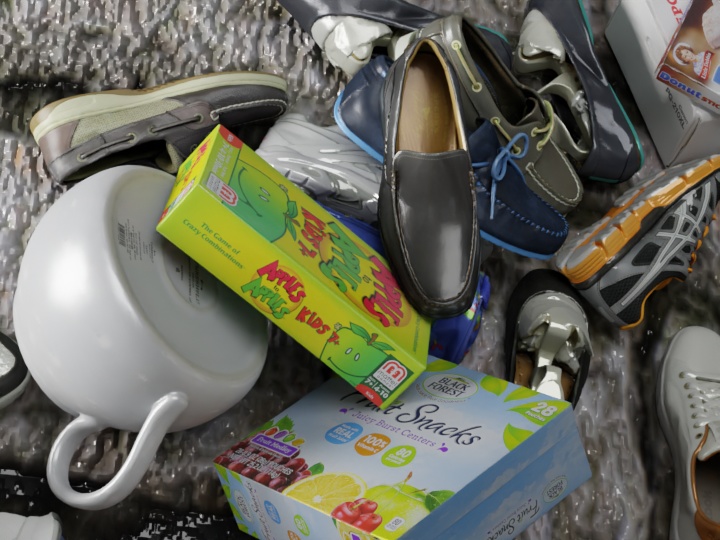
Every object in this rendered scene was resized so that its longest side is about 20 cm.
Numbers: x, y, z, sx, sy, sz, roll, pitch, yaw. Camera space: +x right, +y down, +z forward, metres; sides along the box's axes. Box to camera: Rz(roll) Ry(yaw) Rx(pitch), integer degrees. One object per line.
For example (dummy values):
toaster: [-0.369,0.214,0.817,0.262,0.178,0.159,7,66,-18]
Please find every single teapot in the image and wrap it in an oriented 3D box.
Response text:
teapot: [-0.168,0.038,1.415,0.198,0.146,0.200,58,26,-2]

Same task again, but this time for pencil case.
pencil case: [0.000,0.000,1.508,0.199,0.087,0.078,25,38,-6]

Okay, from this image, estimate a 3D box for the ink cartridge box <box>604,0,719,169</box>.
ink cartridge box: [0.322,-0.178,1.704,0.199,0.084,0.145,-11,65,-21]

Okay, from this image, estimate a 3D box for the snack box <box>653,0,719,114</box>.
snack box: [0.302,-0.211,1.652,0.072,0.024,0.200,29,58,1]

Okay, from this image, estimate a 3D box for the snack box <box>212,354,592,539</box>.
snack box: [0.027,0.134,1.391,0.168,0.068,0.200,-33,31,-28]

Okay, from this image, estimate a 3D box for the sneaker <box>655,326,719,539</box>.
sneaker: [0.267,0.121,1.524,0.072,0.085,0.201,6,59,-10]

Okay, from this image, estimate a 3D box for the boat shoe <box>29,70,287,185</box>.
boat shoe: [-0.145,-0.103,1.545,0.199,0.073,0.065,-12,77,-18]

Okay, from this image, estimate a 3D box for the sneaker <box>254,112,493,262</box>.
sneaker: [0.014,-0.069,1.564,0.199,0.078,0.100,23,54,-4]

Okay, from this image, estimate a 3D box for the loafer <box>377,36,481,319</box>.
loafer: [0.046,-0.066,1.436,0.072,0.072,0.201,-8,71,-4]

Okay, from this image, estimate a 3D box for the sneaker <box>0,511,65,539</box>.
sneaker: [-0.251,0.244,1.327,0.087,0.075,0.201,10,52,4]

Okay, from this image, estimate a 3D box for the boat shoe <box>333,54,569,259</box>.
boat shoe: [0.075,-0.082,1.516,0.200,0.069,0.084,32,23,-9]

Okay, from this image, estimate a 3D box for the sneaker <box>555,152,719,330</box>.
sneaker: [0.234,-0.027,1.610,0.200,0.078,0.077,-37,98,-30]

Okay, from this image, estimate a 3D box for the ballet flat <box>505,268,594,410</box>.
ballet flat: [0.141,0.074,1.522,0.068,0.068,0.201,14,59,-8]

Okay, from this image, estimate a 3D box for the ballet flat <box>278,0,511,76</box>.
ballet flat: [0.023,-0.180,1.622,0.199,0.073,0.073,18,58,-8]

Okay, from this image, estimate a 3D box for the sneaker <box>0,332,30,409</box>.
sneaker: [-0.319,0.036,1.403,0.199,0.088,0.076,21,56,-6]

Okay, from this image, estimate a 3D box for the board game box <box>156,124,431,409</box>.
board game box: [-0.041,-0.003,1.408,0.200,0.048,0.102,39,23,-14]

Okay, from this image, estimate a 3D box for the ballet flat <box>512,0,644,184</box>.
ballet flat: [0.163,-0.157,1.659,0.073,0.073,0.201,-12,68,-21]

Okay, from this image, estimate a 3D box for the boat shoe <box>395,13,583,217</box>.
boat shoe: [0.111,-0.114,1.576,0.202,0.060,0.072,45,38,-25]
